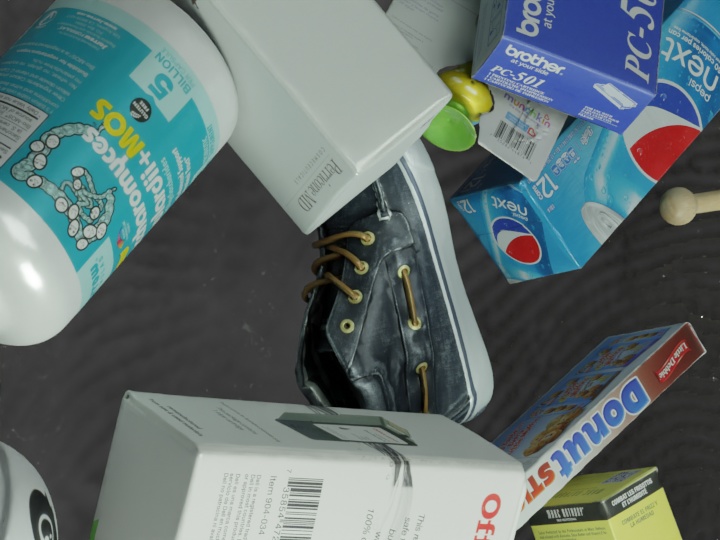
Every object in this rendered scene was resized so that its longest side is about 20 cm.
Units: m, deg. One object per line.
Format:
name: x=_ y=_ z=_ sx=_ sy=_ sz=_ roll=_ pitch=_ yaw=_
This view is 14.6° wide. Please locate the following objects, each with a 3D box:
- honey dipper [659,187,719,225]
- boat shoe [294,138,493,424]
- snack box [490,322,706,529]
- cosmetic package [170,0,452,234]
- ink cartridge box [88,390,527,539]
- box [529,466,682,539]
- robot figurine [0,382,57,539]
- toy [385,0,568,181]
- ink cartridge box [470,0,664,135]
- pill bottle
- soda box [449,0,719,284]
honey dipper: x=0.260 y=-0.048 z=1.694 sx=0.199 sy=0.038 sz=0.038 roll=-9 pitch=88 yaw=-34
boat shoe: x=0.000 y=0.000 z=1.480 sx=0.091 sy=0.071 sz=0.202 roll=-27 pitch=99 yaw=-36
snack box: x=0.103 y=0.094 z=1.538 sx=0.200 sy=0.072 sz=0.024 roll=-39 pitch=104 yaw=-33
cosmetic package: x=-0.055 y=-0.127 z=1.407 sx=0.071 sy=0.101 sz=0.200 roll=-39 pitch=87 yaw=-24
ink cartridge box: x=-0.031 y=0.146 z=1.400 sx=0.199 sy=0.084 sz=0.147 roll=6 pitch=104 yaw=-35
box: x=0.160 y=0.212 z=1.561 sx=0.050 sy=0.075 sz=0.201 roll=-24 pitch=96 yaw=-35
robot figurine: x=-0.231 y=0.113 z=1.265 sx=0.199 sy=0.150 sz=0.125 roll=25 pitch=33 yaw=-29
toy: x=0.076 y=-0.143 z=1.563 sx=0.115 sy=0.047 sz=0.201 roll=33 pitch=51 yaw=-8
ink cartridge box: x=0.120 y=-0.178 z=1.549 sx=0.093 sy=0.044 sz=0.201 roll=19 pitch=54 yaw=-15
pill bottle: x=-0.155 y=-0.041 z=1.354 sx=0.111 sy=0.111 sz=0.200 roll=50 pitch=59 yaw=-19
soda box: x=0.142 y=-0.081 z=1.595 sx=0.200 sy=0.068 sz=0.064 roll=-47 pitch=109 yaw=-31
